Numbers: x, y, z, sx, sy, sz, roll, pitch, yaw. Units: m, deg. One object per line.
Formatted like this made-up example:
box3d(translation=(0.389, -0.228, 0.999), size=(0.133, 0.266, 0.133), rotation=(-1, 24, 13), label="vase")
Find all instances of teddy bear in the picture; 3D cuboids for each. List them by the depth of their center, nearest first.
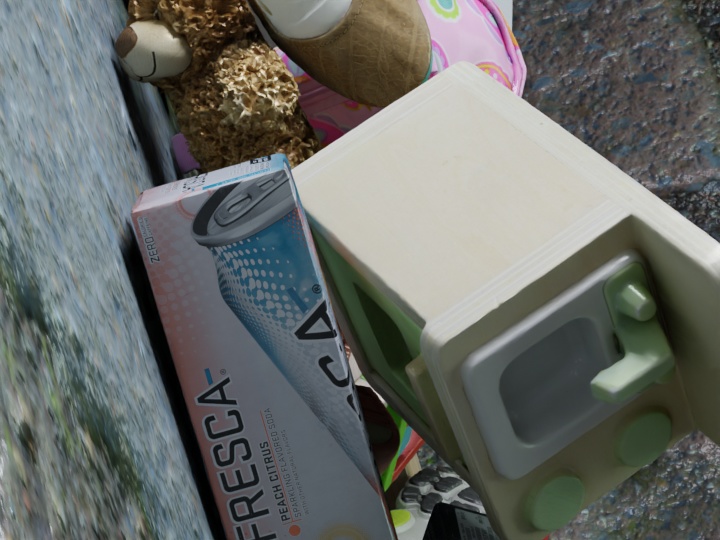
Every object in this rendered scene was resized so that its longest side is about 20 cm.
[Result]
box3d(translation=(-0.055, -0.059, 1.050), size=(0.200, 0.067, 0.145), rotation=(63, -6, -20), label="teddy bear")

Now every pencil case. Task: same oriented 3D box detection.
box3d(translation=(-0.009, -0.084, 1.124), size=(0.200, 0.087, 0.088), rotation=(-16, -90, 49), label="pencil case")

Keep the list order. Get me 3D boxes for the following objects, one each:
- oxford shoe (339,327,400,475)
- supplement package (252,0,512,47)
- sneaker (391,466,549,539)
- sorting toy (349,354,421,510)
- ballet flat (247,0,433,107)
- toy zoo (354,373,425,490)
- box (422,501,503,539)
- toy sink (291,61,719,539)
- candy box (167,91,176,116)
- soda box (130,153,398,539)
box3d(translation=(-0.041, 0.065, 1.065), size=(0.200, 0.071, 0.074), rotation=(-119, -133, -63), label="oxford shoe")
box3d(translation=(-0.018, -0.209, 1.376), size=(0.191, 0.200, 0.147), rotation=(70, 18, -49), label="supplement package")
box3d(translation=(0.037, 0.168, 1.209), size=(0.200, 0.077, 0.085), rotation=(-22, 129, -52), label="sneaker")
box3d(translation=(-0.001, 0.124, 1.346), size=(0.199, 0.070, 0.200), rotation=(-101, 175, -68), label="sorting toy")
box3d(translation=(-0.039, -0.157, 1.039), size=(0.072, 0.068, 0.200), rotation=(29, 25, -56), label="ballet flat")
box3d(translation=(0.045, 0.040, 1.184), size=(0.200, 0.020, 0.131), rotation=(-49, 163, -36), label="toy zoo")
box3d(translation=(0.035, 0.202, 0.889), size=(0.200, 0.051, 0.158), rotation=(-97, -156, -74), label="box")
box3d(translation=(0.069, 0.026, 0.930), size=(0.200, 0.112, 0.130), rotation=(43, -18, 47), label="toy sink")
box3d(translation=(-0.108, -0.193, 1.189), size=(0.200, 0.055, 0.115), rotation=(71, 3, -46), label="candy box")
box3d(translation=(-0.035, 0.057, 0.914), size=(0.064, 0.068, 0.200), rotation=(-109, -177, -80), label="soda box")
